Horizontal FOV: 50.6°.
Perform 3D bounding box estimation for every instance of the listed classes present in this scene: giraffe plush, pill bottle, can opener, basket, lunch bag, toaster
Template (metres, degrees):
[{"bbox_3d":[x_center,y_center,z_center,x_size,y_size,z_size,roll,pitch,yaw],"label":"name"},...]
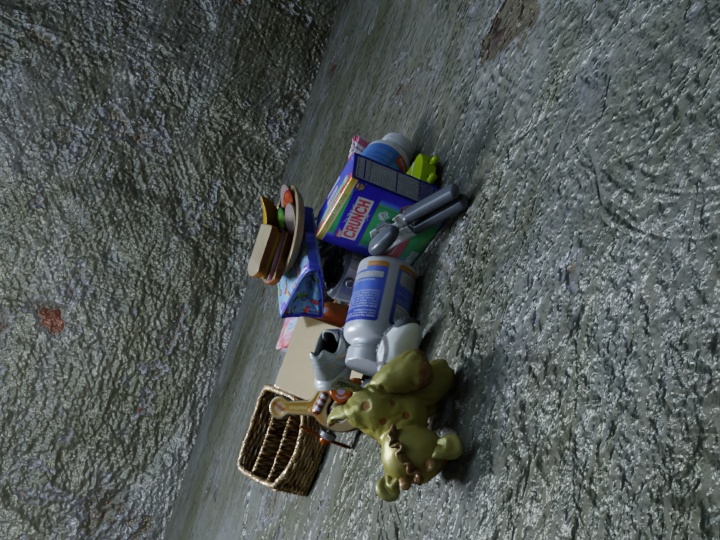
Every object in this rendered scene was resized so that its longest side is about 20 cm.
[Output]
[{"bbox_3d":[0.066,0.221,1.050,0.173,0.200,0.162,-57,48,28],"label":"giraffe plush"},{"bbox_3d":[0.040,-0.215,1.664,0.200,0.112,0.112,-55,4,-37],"label":"pill bottle"},{"bbox_3d":[0.032,0.084,1.378,0.112,0.112,0.200,138,149,-60],"label":"pill bottle"},{"bbox_3d":[0.097,-0.080,1.345,0.200,0.053,0.067,-28,31,34],"label":"can opener"},{"bbox_3d":[-0.160,0.361,1.615,0.200,0.149,0.143,-70,15,-5],"label":"basket"},{"bbox_3d":[-0.114,-0.019,1.523,0.200,0.094,0.151,105,161,-55],"label":"lunch bag"},{"bbox_3d":[0.000,0.000,1.561,0.114,0.129,0.200,-64,16,17],"label":"toaster"}]

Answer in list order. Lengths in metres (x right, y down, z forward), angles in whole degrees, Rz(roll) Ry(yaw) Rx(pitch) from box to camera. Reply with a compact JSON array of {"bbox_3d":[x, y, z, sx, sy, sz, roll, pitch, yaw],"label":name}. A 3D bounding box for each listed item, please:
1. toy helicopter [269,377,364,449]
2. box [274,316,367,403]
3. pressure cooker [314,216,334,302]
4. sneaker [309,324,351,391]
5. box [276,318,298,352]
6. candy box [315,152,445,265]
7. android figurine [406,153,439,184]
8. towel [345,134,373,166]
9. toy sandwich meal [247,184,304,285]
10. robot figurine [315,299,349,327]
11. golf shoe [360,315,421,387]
[{"bbox_3d":[-0.082,0.271,1.450,0.079,0.200,0.133,19,-111,-66],"label":"toy helicopter"},{"bbox_3d":[-0.070,0.189,1.536,0.200,0.021,0.164,16,84,35],"label":"box"},{"bbox_3d":[-0.086,-0.029,1.810,0.200,0.178,0.176,126,159,-54],"label":"pressure cooker"},{"bbox_3d":[-0.033,0.132,1.420,0.200,0.076,0.092,-57,-43,-53],"label":"sneaker"},{"bbox_3d":[-0.123,0.154,1.842,0.200,0.102,0.095,149,139,-68],"label":"box"},{"bbox_3d":[0.039,-0.105,1.426,0.077,0.200,0.169,-85,21,-44],"label":"candy box"},{"bbox_3d":[0.108,-0.156,1.557,0.200,0.041,0.182,126,159,-51],"label":"android figurine"},{"bbox_3d":[0.013,-0.191,1.742,0.030,0.146,0.200,0,69,47],"label":"towel"},{"bbox_3d":[-0.170,-0.073,1.501,0.205,0.070,0.206,-171,90,-69],"label":"toy sandwich meal"},{"bbox_3d":[-0.070,0.155,1.630,0.144,0.116,0.200,29,-100,-73],"label":"robot figurine"},{"bbox_3d":[0.061,0.175,1.267,0.094,0.078,0.200,44,116,55],"label":"golf shoe"}]
